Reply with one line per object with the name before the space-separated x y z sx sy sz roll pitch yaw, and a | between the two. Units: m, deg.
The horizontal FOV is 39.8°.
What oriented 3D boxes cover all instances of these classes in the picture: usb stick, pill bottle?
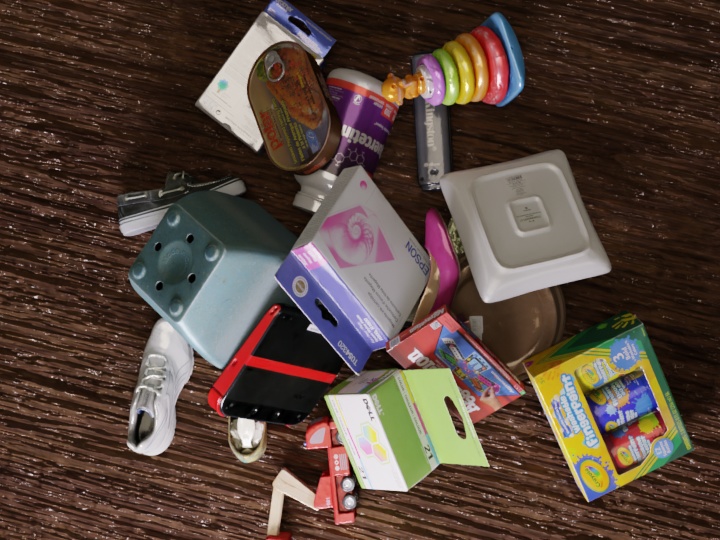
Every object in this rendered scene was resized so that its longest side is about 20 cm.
usb stick | 0.104 -0.217 1.439 0.054 0.033 0.205 -3 88 3
pill bottle | -0.025 -0.173 1.405 0.111 0.112 0.204 21 89 4

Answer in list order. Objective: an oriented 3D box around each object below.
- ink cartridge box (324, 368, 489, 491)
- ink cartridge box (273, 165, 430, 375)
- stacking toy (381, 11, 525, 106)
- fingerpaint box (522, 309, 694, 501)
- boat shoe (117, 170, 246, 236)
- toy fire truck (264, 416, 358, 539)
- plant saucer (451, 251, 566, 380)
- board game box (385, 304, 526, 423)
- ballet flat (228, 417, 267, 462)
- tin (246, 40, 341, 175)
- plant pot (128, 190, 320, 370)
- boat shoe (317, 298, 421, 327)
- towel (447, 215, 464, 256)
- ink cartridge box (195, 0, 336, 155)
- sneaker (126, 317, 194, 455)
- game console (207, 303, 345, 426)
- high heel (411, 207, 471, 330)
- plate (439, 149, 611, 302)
ink cartridge box | 0.058 0.212 1.331 0.075 0.198 0.150 -29 100 -36
ink cartridge box | 0.000 0.000 1.329 0.197 0.043 0.202 50 53 -28
stacking toy | 0.118 -0.268 1.376 0.197 0.110 0.118 -19 87 -16
fingerpaint box | 0.339 0.186 1.365 0.164 0.073 0.203 -25 103 2
boat shoe | -0.264 -0.110 1.437 0.196 0.072 0.072 -17 91 5
toy fire truck | -0.074 0.314 1.422 0.138 0.049 0.205 -7 88 3
plant saucer | 0.190 0.065 1.392 0.196 0.029 0.205 1 101 5
board game box | 0.132 0.134 1.359 0.102 0.020 0.200 -33 125 21
ballet flat | -0.160 0.174 1.424 0.069 0.071 0.205 0 88 3
tin | -0.093 -0.223 1.372 0.111 0.042 0.203 -30 63 19
plant pot | -0.191 0.008 1.328 0.195 0.199 0.198 38 96 29
boat shoe | -0.002 0.052 1.428 0.196 0.068 0.073 9 44 -5
towel | 0.186 -0.030 1.424 0.146 0.036 0.204 18 90 3
ink cartridge box | -0.135 -0.285 1.453 0.119 0.042 0.201 37 93 4
sneaker | -0.288 0.167 1.422 0.073 0.087 0.205 8 87 6
game console | -0.101 0.131 1.356 0.031 0.199 0.178 41 103 35
high heel | 0.089 0.021 1.343 0.094 0.067 0.204 -14 102 -2
plate | 0.229 -0.071 1.374 0.196 0.032 0.203 -13 67 -12
